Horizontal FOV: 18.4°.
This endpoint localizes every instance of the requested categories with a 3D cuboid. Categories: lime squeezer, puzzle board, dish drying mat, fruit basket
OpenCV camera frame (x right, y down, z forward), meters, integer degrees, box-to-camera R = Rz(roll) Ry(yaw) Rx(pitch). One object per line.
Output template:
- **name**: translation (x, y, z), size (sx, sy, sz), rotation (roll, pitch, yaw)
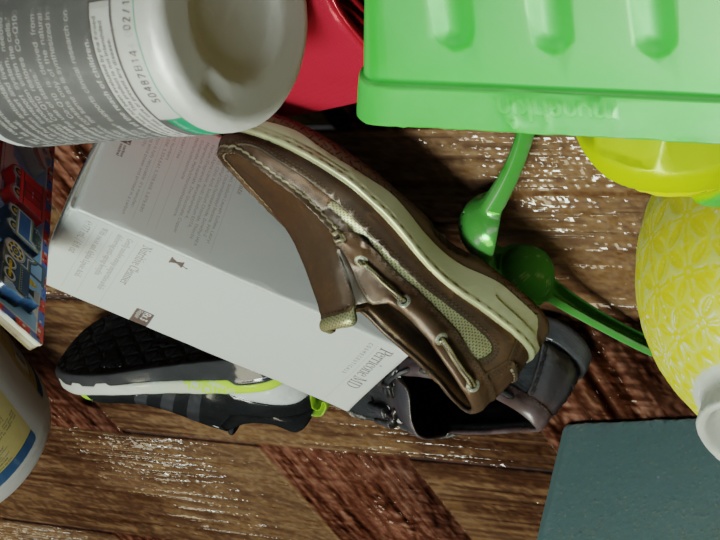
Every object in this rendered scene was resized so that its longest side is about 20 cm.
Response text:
- **lime squeezer**: translation (0.094, -0.014, 1.172), size (0.070, 0.038, 0.200), rotation (-21, 134, 12)
- **puzzle board**: translation (-0.213, -0.069, 1.167), size (0.017, 0.200, 0.151), rotation (-31, 125, 18)
- **dish drying mat**: translation (-0.063, -0.106, 1.147), size (0.200, 0.018, 0.077), rotation (-7, 139, 45)
- **fruit basket**: translation (0.116, -0.088, 0.925), size (0.215, 0.156, 0.216), rotation (19, 134, 21)

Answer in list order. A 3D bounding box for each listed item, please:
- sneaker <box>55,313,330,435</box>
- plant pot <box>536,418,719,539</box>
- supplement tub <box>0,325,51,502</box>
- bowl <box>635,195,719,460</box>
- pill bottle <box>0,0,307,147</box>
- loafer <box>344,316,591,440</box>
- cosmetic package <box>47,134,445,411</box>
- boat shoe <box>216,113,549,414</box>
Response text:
- **sneaker**: translation (-0.108, 0.076, 1.412), size (0.200, 0.072, 0.083), rotation (0, 130, 37)
- **plant pot**: translation (0.209, 0.222, 1.289), size (0.196, 0.200, 0.196), rotation (-6, 138, 44)
- **supplement tub**: translation (-0.310, 0.065, 1.489), size (0.144, 0.145, 0.200), rotation (8, 146, 29)
- **bowl**: translation (0.217, 0.043, 1.083), size (0.200, 0.108, 0.200), rotation (19, 151, 11)
- **pill bottle**: translation (-0.134, -0.118, 1.083), size (0.200, 0.113, 0.113), rotation (-2, 142, 38)
- **loafer**: translation (0.047, 0.070, 1.304), size (0.072, 0.063, 0.200), rotation (42, 147, -27)
- **cosmetic package**: translation (-0.067, -0.007, 1.231), size (0.200, 0.081, 0.113), rotation (24, 153, -8)
- **boat shoe**: translation (0.001, -0.001, 1.152), size (0.202, 0.075, 0.075), rotation (36, 164, -3)
